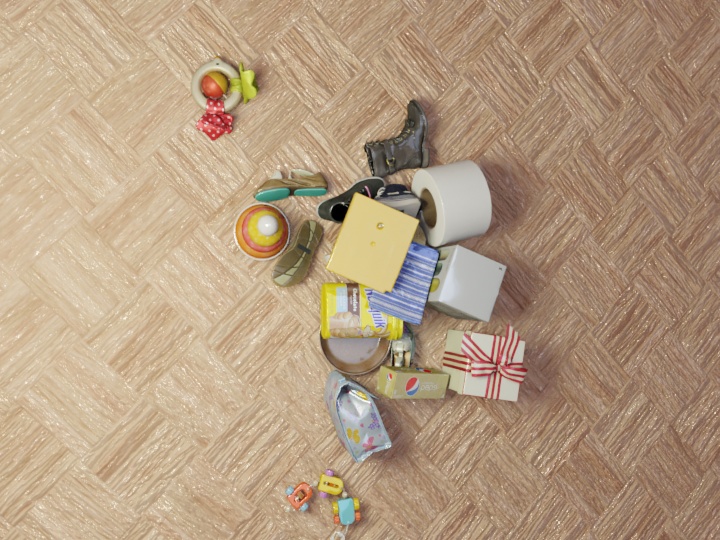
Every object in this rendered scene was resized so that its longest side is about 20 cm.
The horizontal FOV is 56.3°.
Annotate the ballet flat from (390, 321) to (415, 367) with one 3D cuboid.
[{"bbox_3d":[0.106,0.232,1.774,0.068,0.071,0.203,3,89,17],"label":"ballet flat"}]

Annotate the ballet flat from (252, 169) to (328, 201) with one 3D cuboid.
[{"bbox_3d":[-0.181,-0.222,1.715,0.197,0.068,0.073,-8,71,-16],"label":"ballet flat"}]

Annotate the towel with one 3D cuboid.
[{"bbox_3d":[0.112,0.021,1.691,0.143,0.024,0.202,21,73,-11],"label":"towel"}]

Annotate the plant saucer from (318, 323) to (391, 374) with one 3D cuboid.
[{"bbox_3d":[-0.016,0.170,1.763,0.198,0.037,0.204,0,89,-17],"label":"plant saucer"}]

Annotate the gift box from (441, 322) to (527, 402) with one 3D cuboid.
[{"bbox_3d":[0.320,0.233,1.779,0.182,0.187,0.203,5,88,-16],"label":"gift box"}]

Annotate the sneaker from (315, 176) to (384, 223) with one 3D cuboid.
[{"bbox_3d":[-0.012,-0.176,1.730,0.198,0.099,0.071,-27,115,-11],"label":"sneaker"}]

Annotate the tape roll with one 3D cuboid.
[{"bbox_3d":[0.234,-0.176,1.755,0.137,0.202,0.206,-14,93,-15],"label":"tape roll"}]

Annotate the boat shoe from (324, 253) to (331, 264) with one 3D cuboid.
[{"bbox_3d":[0.000,0.000,1.752,0.197,0.071,0.070,10,84,-17],"label":"boat shoe"}]

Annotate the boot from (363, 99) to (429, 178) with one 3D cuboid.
[{"bbox_3d":[0.091,-0.342,1.783,0.172,0.069,0.203,-11,99,-16],"label":"boot"}]

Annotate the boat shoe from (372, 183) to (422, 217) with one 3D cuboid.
[{"bbox_3d":[0.057,-0.173,1.738,0.198,0.093,0.075,-7,134,-32],"label":"boat shoe"}]

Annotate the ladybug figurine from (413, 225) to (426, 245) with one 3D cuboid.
[{"bbox_3d":[0.076,-0.081,1.764,0.197,0.072,0.137,6,60,-13],"label":"ladybug figurine"}]

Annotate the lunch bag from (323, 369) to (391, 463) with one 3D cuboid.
[{"bbox_3d":[-0.016,0.352,1.690,0.126,0.169,0.202,-24,95,-13],"label":"lunch bag"}]

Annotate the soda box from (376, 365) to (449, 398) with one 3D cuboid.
[{"bbox_3d":[0.136,0.289,1.732,0.198,0.064,0.069,10,94,-40],"label":"soda box"}]

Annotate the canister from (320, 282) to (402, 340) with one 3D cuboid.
[{"bbox_3d":[0.002,0.102,1.707,0.197,0.086,0.151,0,87,-15],"label":"canister"}]

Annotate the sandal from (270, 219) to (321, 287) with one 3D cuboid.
[{"bbox_3d":[-0.163,-0.039,1.721,0.080,0.054,0.202,35,66,-18],"label":"sandal"}]

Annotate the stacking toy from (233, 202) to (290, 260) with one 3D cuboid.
[{"bbox_3d":[-0.227,-0.099,1.623,0.144,0.200,0.148,0,89,-16],"label":"stacking toy"}]

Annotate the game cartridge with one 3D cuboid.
[{"bbox_3d":[0.029,-0.064,1.645,0.174,0.032,0.202,23,89,-8],"label":"game cartridge"}]

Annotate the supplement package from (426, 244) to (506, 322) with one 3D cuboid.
[{"bbox_3d":[0.252,0.035,1.756,0.149,0.200,0.154,22,83,-14],"label":"supplement package"}]

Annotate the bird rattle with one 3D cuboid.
[{"bbox_3d":[-0.347,-0.435,1.670,0.163,0.113,0.200,44,91,1],"label":"bird rattle"}]

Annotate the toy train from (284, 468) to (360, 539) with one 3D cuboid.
[{"bbox_3d":[-0.094,0.596,1.725,0.200,0.056,0.150,46,79,-7],"label":"toy train"}]
